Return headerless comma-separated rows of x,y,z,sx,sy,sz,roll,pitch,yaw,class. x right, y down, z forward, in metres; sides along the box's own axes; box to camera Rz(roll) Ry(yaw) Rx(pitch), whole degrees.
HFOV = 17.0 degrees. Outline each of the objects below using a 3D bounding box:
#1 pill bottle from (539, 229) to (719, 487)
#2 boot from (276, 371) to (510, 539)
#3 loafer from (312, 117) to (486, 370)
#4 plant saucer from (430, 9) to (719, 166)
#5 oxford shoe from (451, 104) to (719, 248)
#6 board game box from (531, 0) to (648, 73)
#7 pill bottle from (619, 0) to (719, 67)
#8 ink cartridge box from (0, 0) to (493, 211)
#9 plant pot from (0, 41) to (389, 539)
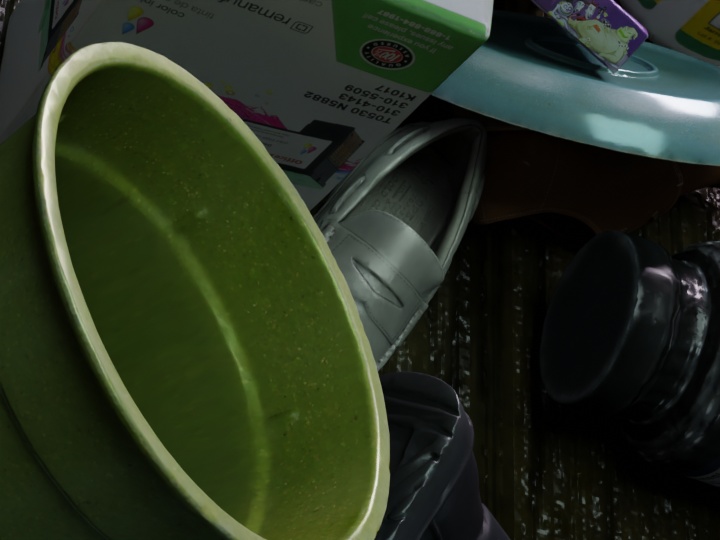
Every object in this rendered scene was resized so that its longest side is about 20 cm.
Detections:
0.191,0.051,1.134,0.200,0.112,0.112,20,53,-21,pill bottle
0.004,0.161,0.925,0.200,0.076,0.168,-54,139,-29,boot
0.000,0.000,1.070,0.070,0.070,0.200,41,48,-15,loafer
0.108,-0.092,1.143,0.200,0.027,0.200,12,16,-3,plant saucer
0.129,-0.045,1.201,0.200,0.071,0.071,0,88,-31,oxford shoe
0.071,-0.162,1.164,0.120,0.032,0.200,44,8,-16,board game box
0.227,-0.201,1.258,0.113,0.200,0.113,16,54,-23,pill bottle
-0.054,-0.103,1.019,0.145,0.200,0.084,18,56,-22,ink cartridge box
-0.121,0.050,0.863,0.200,0.190,0.200,46,28,-34,plant pot
